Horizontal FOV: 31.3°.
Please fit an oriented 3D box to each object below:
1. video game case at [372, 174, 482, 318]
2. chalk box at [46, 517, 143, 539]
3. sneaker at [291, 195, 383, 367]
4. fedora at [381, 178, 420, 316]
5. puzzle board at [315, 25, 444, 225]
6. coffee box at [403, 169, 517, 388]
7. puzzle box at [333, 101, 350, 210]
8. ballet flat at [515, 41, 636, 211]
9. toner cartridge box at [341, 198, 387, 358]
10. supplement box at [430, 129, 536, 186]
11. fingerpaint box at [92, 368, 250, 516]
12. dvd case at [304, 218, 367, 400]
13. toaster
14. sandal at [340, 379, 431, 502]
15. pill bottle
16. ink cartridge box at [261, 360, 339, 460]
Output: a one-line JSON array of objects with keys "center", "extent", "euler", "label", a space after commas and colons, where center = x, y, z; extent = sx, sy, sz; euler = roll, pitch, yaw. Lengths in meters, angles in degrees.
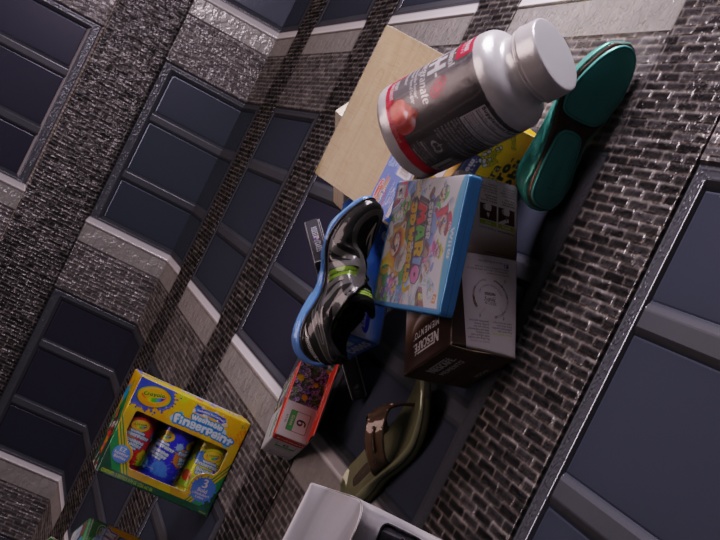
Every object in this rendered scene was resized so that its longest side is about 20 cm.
[{"center": [0.067, -0.027, 1.363], "extent": [0.200, 0.018, 0.144], "euler": [-174, 98, -70], "label": "video game case"}, {"center": [-0.437, 0.501, 2.133], "extent": [0.125, 0.199, 0.125], "euler": [-41, 28, 51], "label": "chalk box"}, {"center": [-0.010, 0.015, 1.441], "extent": [0.082, 0.071, 0.201], "euler": [12, 78, 35], "label": "sneaker"}, {"center": [0.078, -0.020, 1.555], "extent": [0.177, 0.090, 0.201], "euler": [-57, 26, 26], "label": "fedora"}, {"center": [0.037, -0.171, 1.508], "extent": [0.150, 0.017, 0.201], "euler": [37, 106, 41], "label": "puzzle board"}, {"center": [0.107, 0.011, 1.375], "extent": [0.113, 0.079, 0.202], "euler": [140, 139, -56], "label": "coffee box"}, {"center": [0.018, -0.185, 1.827], "extent": [0.133, 0.025, 0.201], "euler": [-36, -27, -25], "label": "puzzle box"}, {"center": [0.221, -0.161, 1.374], "extent": [0.201, 0.067, 0.070], "euler": [-62, 25, 10], "label": "ballet flat"}, {"center": [0.000, 0.000, 1.538], "extent": [0.095, 0.043, 0.202], "euler": [-32, 42, 57], "label": "toner cartridge box"}, {"center": [0.103, -0.173, 1.533], "extent": [0.109, 0.109, 0.200], "euler": [-56, 48, 17], "label": "supplement box"}, {"center": [-0.304, 0.277, 2.065], "extent": [0.168, 0.199, 0.073], "euler": [-64, 18, -3], "label": "fingerpaint box"}, {"center": [-0.033, 0.049, 1.680], "extent": [0.150, 0.025, 0.202], "euler": [-109, 4, -67], "label": "dvd case"}, {"center": [0.023, 0.285, 1.143], "extent": [0.119, 0.180, 0.200], "euler": [-64, 18, -12], "label": "toaster"}, {"center": [0.023, 0.196, 1.466], "extent": [0.201, 0.057, 0.080], "euler": [-54, 20, 29], "label": "sandal"}, {"center": [0.124, -0.184, 1.353], "extent": [0.199, 0.111, 0.111], "euler": [-25, 38, 34], "label": "pill bottle"}, {"center": [-0.083, 0.185, 1.741], "extent": [0.200, 0.050, 0.110], "euler": [125, 166, -69], "label": "ink cartridge box"}]
